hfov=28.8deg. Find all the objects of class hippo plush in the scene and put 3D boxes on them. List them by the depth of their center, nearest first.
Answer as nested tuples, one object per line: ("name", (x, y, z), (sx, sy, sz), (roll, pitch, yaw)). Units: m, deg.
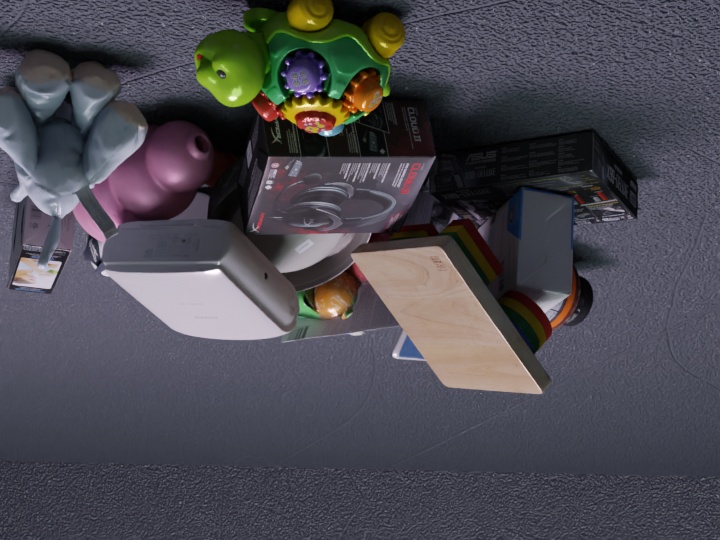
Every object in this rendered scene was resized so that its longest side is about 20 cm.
("hippo plush", (-0.302, -0.127, 1.462), (0.158, 0.202, 0.161), (-25, -173, -10))

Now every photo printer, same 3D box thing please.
("photo printer", (-0.170, 0.017, 1.568), (0.165, 0.070, 0.200), (0, 154, 25))

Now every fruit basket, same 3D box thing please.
("fruit basket", (0.000, 0.000, 1.722), (0.198, 0.187, 0.094), (-7, 146, 33))

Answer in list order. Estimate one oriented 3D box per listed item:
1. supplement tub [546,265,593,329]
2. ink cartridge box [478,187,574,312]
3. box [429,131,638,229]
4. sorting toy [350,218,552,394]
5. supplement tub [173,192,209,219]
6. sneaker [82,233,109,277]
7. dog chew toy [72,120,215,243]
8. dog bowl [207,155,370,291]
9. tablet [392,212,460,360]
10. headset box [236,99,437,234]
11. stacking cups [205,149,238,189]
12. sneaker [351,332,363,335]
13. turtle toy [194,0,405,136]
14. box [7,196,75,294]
("supplement tub", (0.218, 0.019, 1.862), (0.199, 0.108, 0.106), (17, 158, -37))
("ink cartridge box", (0.177, -0.004, 1.613), (0.067, 0.117, 0.200), (9, 162, -12))
("box", (0.199, -0.095, 1.603), (0.198, 0.050, 0.157), (-6, 159, 29))
("sorting toy", (0.111, 0.034, 1.534), (0.200, 0.070, 0.199), (54, 156, -16))
("supplement tub", (-0.180, -0.009, 1.819), (0.130, 0.134, 0.200), (-4, 160, 24))
("sneaker", (-0.328, -0.037, 1.843), (0.128, 0.080, 0.199), (-13, 167, 21))
("dog chew toy", (-0.237, -0.105, 1.563), (0.124, 0.126, 0.199), (19, 148, -40))
("dog bowl", (-0.087, -0.063, 1.621), (0.198, 0.059, 0.201), (-9, 137, -9))
("tablet", (0.104, 0.018, 1.730), (0.014, 0.202, 0.130), (27, -173, 26))
("headset box", (-0.019, -0.107, 1.477), (0.198, 0.078, 0.149), (0, 150, -17))
("stacking cups", (-0.117, -0.091, 1.660), (0.199, 0.061, 0.060), (18, 157, -38))
("sneaker", (-0.073, 0.044, 2.042), (0.110, 0.078, 0.200), (-11, 154, 23))
("turtle toy", (-0.059, -0.184, 1.292), (0.198, 0.102, 0.145), (13, 160, -26))
("box", (-0.398, -0.054, 1.753), (0.059, 0.118, 0.200), (7, 161, -18))
